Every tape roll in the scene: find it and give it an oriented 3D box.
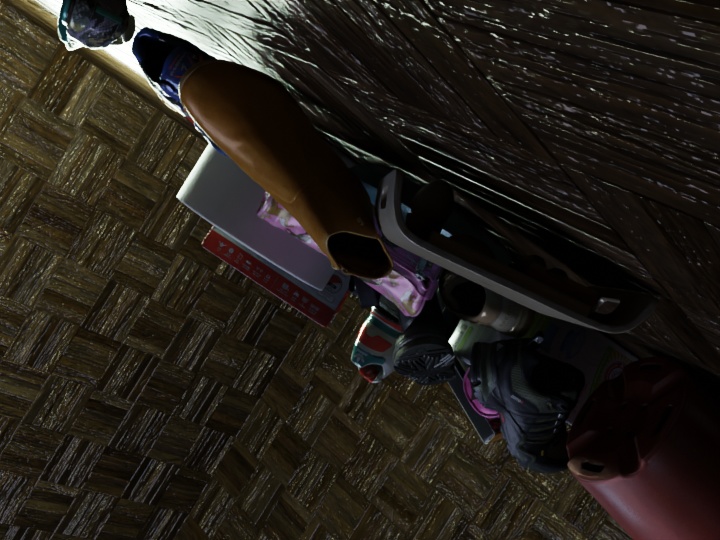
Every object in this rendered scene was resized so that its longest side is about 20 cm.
[{"bbox_3d":[-0.091,-0.087,0.974,0.202,0.140,0.203,33,179,1],"label":"tape roll"}]

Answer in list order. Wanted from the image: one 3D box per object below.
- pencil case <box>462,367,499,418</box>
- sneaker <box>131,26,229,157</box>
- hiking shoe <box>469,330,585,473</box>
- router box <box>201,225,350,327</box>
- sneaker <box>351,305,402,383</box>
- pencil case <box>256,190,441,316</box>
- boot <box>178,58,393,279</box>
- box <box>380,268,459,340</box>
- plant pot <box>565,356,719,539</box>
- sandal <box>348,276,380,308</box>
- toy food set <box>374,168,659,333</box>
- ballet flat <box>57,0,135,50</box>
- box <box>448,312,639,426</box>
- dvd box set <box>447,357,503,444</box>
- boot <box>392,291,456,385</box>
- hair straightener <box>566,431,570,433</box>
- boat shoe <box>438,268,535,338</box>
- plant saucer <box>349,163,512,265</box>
[{"bbox_3d":[0.234,0.141,1.142,0.198,0.094,0.092,-7,-111,-40],"label":"pencil case"},{"bbox_3d":[-0.148,-0.167,0.785,0.199,0.076,0.078,31,176,33],"label":"sneaker"},{"bbox_3d":[0.196,0.146,0.896,0.100,0.076,0.200,-17,127,33],"label":"hiking shoe"},{"bbox_3d":[-0.079,-0.054,1.123,0.199,0.181,0.049,32,180,6],"label":"router box"},{"bbox_3d":[0.034,0.113,1.192,0.070,0.094,0.200,33,176,21],"label":"sneaker"},{"bbox_3d":[-0.008,-0.038,0.842,0.199,0.083,0.087,33,136,-7],"label":"pencil case"},{"bbox_3d":[-0.051,-0.077,0.681,0.201,0.071,0.145,32,-159,-44],"label":"boot"},{"bbox_3d":[0.099,0.030,1.283,0.197,0.124,0.200,31,177,35],"label":"box"},{"bbox_3d":[0.320,0.202,0.833,0.195,0.201,0.201,40,178,-13],"label":"plant pot"},{"bbox_3d":[0.000,-0.001,0.993,0.042,0.077,0.200,-12,-177,6],"label":"sandal"},{"bbox_3d":[0.104,-0.018,0.623,0.198,0.061,0.144,25,180,-5],"label":"toy food set"},{"bbox_3d":[-0.250,-0.237,0.806,0.072,0.072,0.200,33,-179,-26],"label":"ballet flat"},{"bbox_3d":[0.220,0.102,1.008,0.199,0.113,0.101,32,178,-21],"label":"box"},{"bbox_3d":[0.211,0.157,1.210,0.198,0.029,0.147,-6,-123,-41],"label":"dvd box set"},{"bbox_3d":[0.058,0.019,0.964,0.072,0.203,0.182,-9,162,4],"label":"boot"},{"bbox_3d":[0.243,0.198,1.014,0.199,0.041,0.077,34,179,2],"label":"hair straightener"},{"bbox_3d":[0.123,0.020,0.940,0.064,0.072,0.200,15,-177,-18],"label":"boat shoe"},{"bbox_3d":[0.070,-0.050,0.829,0.199,0.028,0.200,33,180,0],"label":"plant saucer"}]
